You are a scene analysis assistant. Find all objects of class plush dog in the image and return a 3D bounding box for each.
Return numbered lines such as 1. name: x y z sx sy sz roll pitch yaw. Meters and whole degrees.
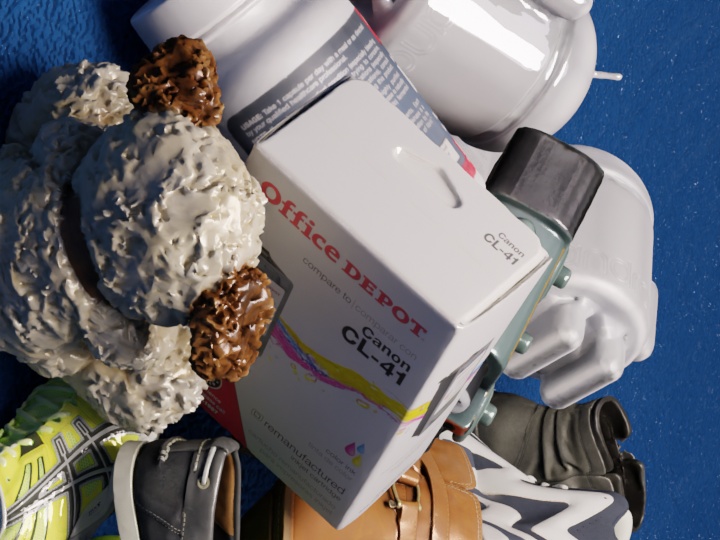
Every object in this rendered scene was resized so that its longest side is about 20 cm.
1. plush dog: -0.122 -0.021 1.215 0.160 0.171 0.201 -8 81 -53

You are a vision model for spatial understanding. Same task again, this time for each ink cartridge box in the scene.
1. ink cartridge box: -0.010 0.020 1.287 0.086 0.148 0.200 -39 165 -38

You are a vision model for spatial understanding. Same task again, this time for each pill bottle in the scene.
1. pill bottle: -0.032 -0.088 1.374 0.200 0.119 0.120 52 48 -12

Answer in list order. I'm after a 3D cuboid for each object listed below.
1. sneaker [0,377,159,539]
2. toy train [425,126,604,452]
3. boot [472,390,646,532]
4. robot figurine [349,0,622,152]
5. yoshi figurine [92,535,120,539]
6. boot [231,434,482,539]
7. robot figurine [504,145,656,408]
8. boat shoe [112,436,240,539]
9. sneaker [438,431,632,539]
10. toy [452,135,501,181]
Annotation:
1. sneaker: -0.168 0.105 1.297 0.076 0.075 0.201 49 51 -41
2. toy train: 0.071 0.010 1.419 0.200 0.085 0.114 -59 178 -28
3. boot: 0.141 0.172 1.733 0.068 0.130 0.201 -47 133 -42
4. robot figurine: 0.059 -0.144 1.461 0.200 0.169 0.113 29 57 -27
5. yoshi figurine: -0.137 0.232 1.376 0.112 0.112 0.201 12 103 -18
6. boot: 0.001 0.155 1.413 0.154 0.074 0.201 23 51 -26
7. robot figurine: 0.142 -0.004 1.678 0.169 0.113 0.201 39 40 -31
8. boat shoe: -0.078 0.184 1.284 0.072 0.067 0.201 -57 138 -76
9. sneaker: 0.105 0.156 1.543 0.129 0.199 0.080 10 109 -22
10. toy: 0.064 -0.063 1.580 0.115 0.047 0.201 53 35 -40
